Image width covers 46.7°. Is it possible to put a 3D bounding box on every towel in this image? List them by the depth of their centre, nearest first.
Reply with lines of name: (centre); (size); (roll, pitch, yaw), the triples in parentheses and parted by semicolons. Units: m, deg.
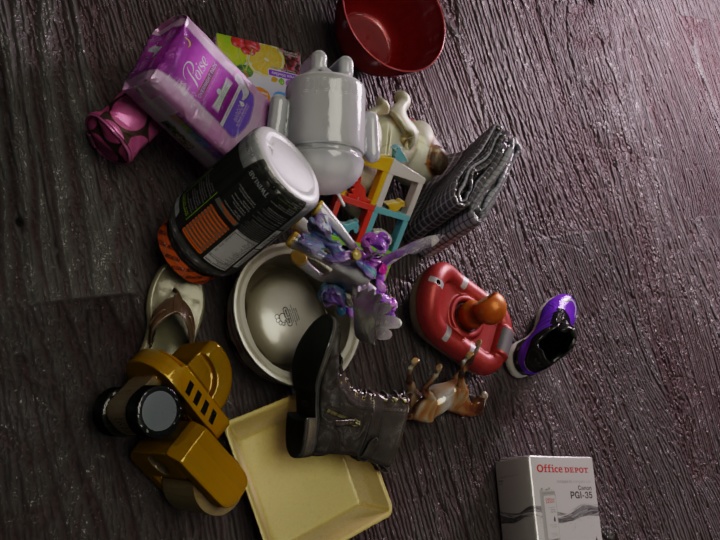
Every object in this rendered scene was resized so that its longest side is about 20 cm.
towel: (0.160, -0.132, 1.341); (0.085, 0.165, 0.201); (38, 56, -9)

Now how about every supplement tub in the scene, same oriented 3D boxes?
supplement tub: (-0.158, -0.076, 1.058); (0.122, 0.199, 0.124); (42, 26, -27)

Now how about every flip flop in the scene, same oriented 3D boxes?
flip flop: (-0.242, 0.080, 1.056); (0.080, 0.057, 0.203); (25, 61, -24)

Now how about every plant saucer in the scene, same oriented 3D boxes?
plant saucer: (-0.074, 0.268, 1.109); (0.198, 0.048, 0.203); (-17, 83, -36)

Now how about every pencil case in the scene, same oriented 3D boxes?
pencil case: (-0.289, -0.232, 1.123); (0.201, 0.092, 0.092); (-58, 149, -34)

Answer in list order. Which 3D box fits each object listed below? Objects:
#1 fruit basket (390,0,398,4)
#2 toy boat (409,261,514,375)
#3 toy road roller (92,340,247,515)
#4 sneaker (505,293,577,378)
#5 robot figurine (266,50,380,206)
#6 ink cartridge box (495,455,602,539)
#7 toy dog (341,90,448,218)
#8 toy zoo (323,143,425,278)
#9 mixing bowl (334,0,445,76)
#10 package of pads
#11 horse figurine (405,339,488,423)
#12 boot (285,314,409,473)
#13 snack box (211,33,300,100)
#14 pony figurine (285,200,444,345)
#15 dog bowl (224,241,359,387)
fruit basket: (0.012, -0.571, 1.444); (0.197, 0.093, 0.188); (24, 61, -21)
toy boat: (0.174, 0.067, 1.297); (0.199, 0.130, 0.132); (35, 57, -19)
toy road roller: (-0.200, 0.175, 0.987); (0.146, 0.122, 0.201); (-49, 115, -35)
sneaker: (0.333, 0.106, 1.408); (0.070, 0.099, 0.200); (52, 54, -9)
robot figurine: (-0.049, -0.191, 1.139); (0.166, 0.113, 0.204); (3, 82, -21)
ink cartridge box: (0.294, 0.392, 1.290); (0.144, 0.082, 0.204); (9, 69, -31)
toy dog: (0.045, -0.185, 1.300); (0.197, 0.139, 0.198); (-4, 80, -36)
toy zoo: (0.017, -0.092, 1.240); (0.129, 0.020, 0.203); (13, 106, -29)
mixing bowl: (0.030, -0.401, 1.379); (0.197, 0.108, 0.204); (9, 72, -30)
package of pads: (-0.201, -0.220, 1.091); (0.200, 0.075, 0.122); (44, 53, -37)
horse figurine: (0.119, 0.181, 1.246); (0.197, 0.135, 0.050); (-13, 38, -36)
boot: (-0.007, 0.165, 1.102); (0.172, 0.069, 0.204); (10, 94, -35)
snack box: (-0.153, -0.236, 1.233); (0.140, 0.053, 0.204); (5, 72, -30)
pony figurine: (0.000, 0.000, 1.084); (0.199, 0.193, 0.168); (39, 72, -12)
dog bowl: (-0.099, 0.067, 1.149); (0.197, 0.073, 0.204); (12, 68, -30)
